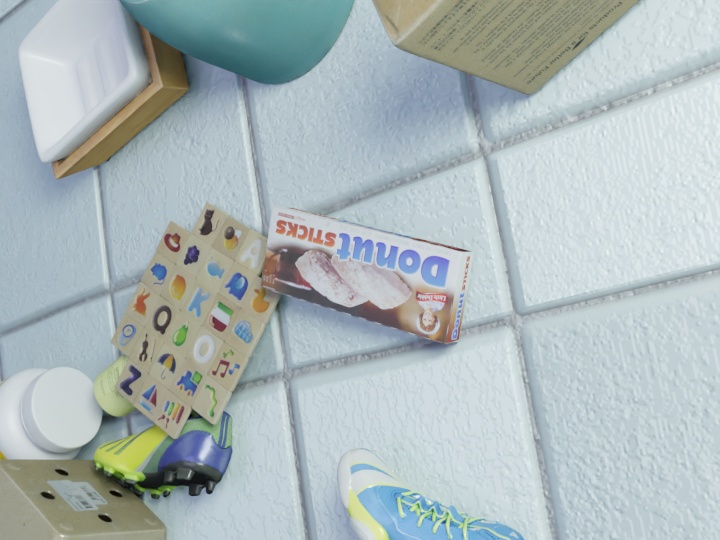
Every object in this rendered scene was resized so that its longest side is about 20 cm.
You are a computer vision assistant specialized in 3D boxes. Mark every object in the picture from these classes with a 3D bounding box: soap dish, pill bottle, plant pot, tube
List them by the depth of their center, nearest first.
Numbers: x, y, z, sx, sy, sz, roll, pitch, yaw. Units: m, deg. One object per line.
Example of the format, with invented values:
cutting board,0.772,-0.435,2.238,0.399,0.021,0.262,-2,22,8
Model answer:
plant pot,-0.122,-0.273,0.839,0.198,0.159,0.205,0,90,41
tube,-0.185,0.077,0.965,0.199,0.052,0.058,-34,103,30
plant pot,-0.306,0.300,0.982,0.198,0.199,0.180,30,99,37
soap dish,-0.264,-0.208,1.015,0.198,0.080,0.160,-28,71,37
pill bottle,-0.372,0.174,1.082,0.198,0.111,0.115,-24,74,38

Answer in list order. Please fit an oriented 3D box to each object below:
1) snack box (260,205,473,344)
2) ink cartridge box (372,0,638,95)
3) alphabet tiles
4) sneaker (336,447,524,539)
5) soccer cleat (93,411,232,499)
snack box,0.000,0.000,0.811,0.197,0.024,0.073,15,99,36
ink cartridge box,0.121,-0.214,0.622,0.199,0.163,0.076,-41,62,32
alphabet tiles,-0.158,0.045,0.928,0.165,0.006,0.203,28,92,36
sneaker,0.067,0.200,0.734,0.105,0.075,0.201,-42,70,19
soccer cleat,-0.191,0.174,0.971,0.198,0.064,0.085,-12,52,45
